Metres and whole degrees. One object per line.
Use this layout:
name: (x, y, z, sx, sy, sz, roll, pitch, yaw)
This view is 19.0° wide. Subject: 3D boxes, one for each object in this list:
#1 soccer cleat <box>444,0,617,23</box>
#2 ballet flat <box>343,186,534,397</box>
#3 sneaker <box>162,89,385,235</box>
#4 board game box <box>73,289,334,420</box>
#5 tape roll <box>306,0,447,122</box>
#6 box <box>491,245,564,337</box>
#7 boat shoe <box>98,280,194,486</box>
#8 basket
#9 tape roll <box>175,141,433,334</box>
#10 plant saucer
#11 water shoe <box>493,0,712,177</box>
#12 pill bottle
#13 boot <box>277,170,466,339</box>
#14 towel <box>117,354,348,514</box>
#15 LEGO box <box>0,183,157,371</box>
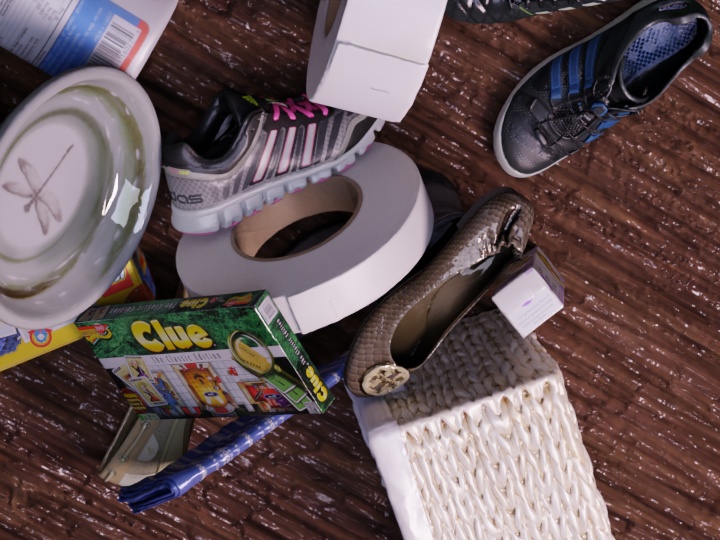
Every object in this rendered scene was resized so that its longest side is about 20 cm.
soccer cleat: (0.156, -0.228, 1.637, 0.198, 0.081, 0.068, -11, 108, 0)
ballet flat: (0.061, 0.024, 1.592, 0.200, 0.046, 0.067, -49, 144, 14)
sneaker: (-0.068, -0.108, 1.639, 0.199, 0.074, 0.088, -30, 124, -12)
board game box: (-0.119, 0.066, 1.601, 0.199, 0.023, 0.105, -6, 123, 43)
tape roll: (0.018, -0.212, 1.569, 0.070, 0.203, 0.204, 14, 106, -9)
box: (0.131, 0.014, 1.651, 0.041, 0.200, 0.039, -39, 90, 9)
boat shoe: (-0.160, 0.086, 1.722, 0.063, 0.073, 0.202, 11, 114, -12)
basket: (0.091, 0.153, 1.697, 0.160, 0.198, 0.201, -21, 108, -1)
tape roll: (-0.043, -0.026, 1.624, 0.201, 0.203, 0.037, -21, 122, 3)
plant saucer: (-0.226, -0.059, 1.561, 0.050, 0.200, 0.202, 24, 109, 29)
water shoe: (0.184, -0.144, 1.666, 0.200, 0.079, 0.072, -41, 106, 9)
pill bottle: (-0.243, -0.217, 1.597, 0.199, 0.112, 0.113, 31, 103, -12)
boot: (0.000, 0.000, 1.672, 0.200, 0.132, 0.070, -39, 107, 9)
towel: (-0.090, 0.120, 1.662, 0.199, 0.145, 0.024, -35, 93, -24)
LEGO box: (-0.279, -0.009, 1.679, 0.199, 0.077, 0.150, -22, 107, 3)
